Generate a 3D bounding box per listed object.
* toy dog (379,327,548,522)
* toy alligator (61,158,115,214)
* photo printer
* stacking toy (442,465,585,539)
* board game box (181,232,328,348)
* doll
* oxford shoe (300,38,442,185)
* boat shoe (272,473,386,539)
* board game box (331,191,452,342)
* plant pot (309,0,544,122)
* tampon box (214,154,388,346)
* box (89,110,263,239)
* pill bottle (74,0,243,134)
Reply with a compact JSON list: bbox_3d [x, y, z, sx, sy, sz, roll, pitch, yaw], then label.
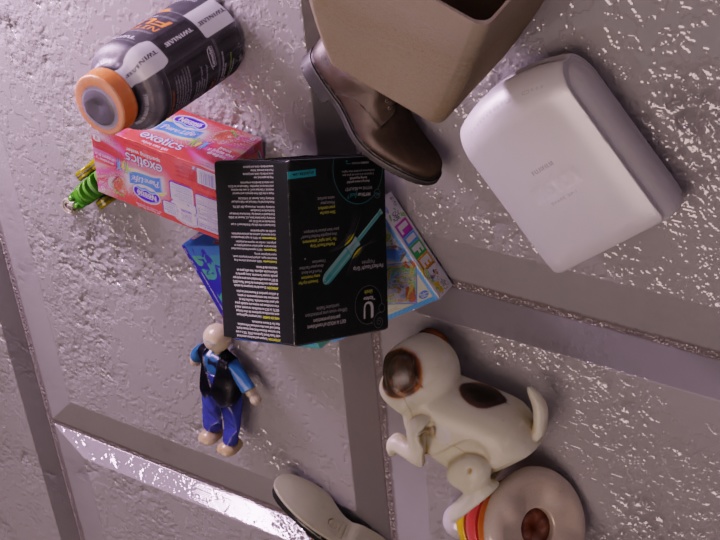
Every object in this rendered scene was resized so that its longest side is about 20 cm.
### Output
[{"bbox_3d":[0.104,0.166,1.569,0.200,0.140,0.194,45,136,4],"label":"toy dog"},{"bbox_3d":[-0.366,-0.106,1.789,0.200,0.054,0.059,-28,101,46],"label":"toy alligator"},{"bbox_3d":[0.204,-0.111,1.336,0.166,0.069,0.200,-29,100,46],"label":"photo printer"},{"bbox_3d":[0.171,0.315,1.658,0.146,0.146,0.200,57,154,-11],"label":"stacking toy"},{"bbox_3d":[-0.126,0.020,1.667,0.200,0.045,0.152,0,124,53],"label":"board game box"},{"bbox_3d":[-0.192,0.161,1.854,0.136,0.048,0.201,24,127,35],"label":"doll"},{"bbox_3d":[0.023,-0.176,1.426,0.200,0.073,0.084,48,135,-2],"label":"oxford shoe"},{"bbox_3d":[-0.048,0.366,1.875,0.201,0.074,0.063,37,128,4],"label":"boat shoe"},{"bbox_3d":[0.000,0.000,1.600,0.200,0.034,0.135,-24,104,45],"label":"board game box"},{"bbox_3d":[0.066,-0.264,1.254,0.200,0.200,0.177,32,146,14],"label":"plant pot"},{"bbox_3d":[-0.065,-0.027,1.491,0.126,0.150,0.201,4,98,45],"label":"tampon box"},{"bbox_3d":[-0.223,-0.128,1.633,0.200,0.095,0.103,21,131,25],"label":"box"},{"bbox_3d":[-0.229,-0.225,1.490,0.106,0.200,0.107,20,131,25],"label":"pill bottle"}]
